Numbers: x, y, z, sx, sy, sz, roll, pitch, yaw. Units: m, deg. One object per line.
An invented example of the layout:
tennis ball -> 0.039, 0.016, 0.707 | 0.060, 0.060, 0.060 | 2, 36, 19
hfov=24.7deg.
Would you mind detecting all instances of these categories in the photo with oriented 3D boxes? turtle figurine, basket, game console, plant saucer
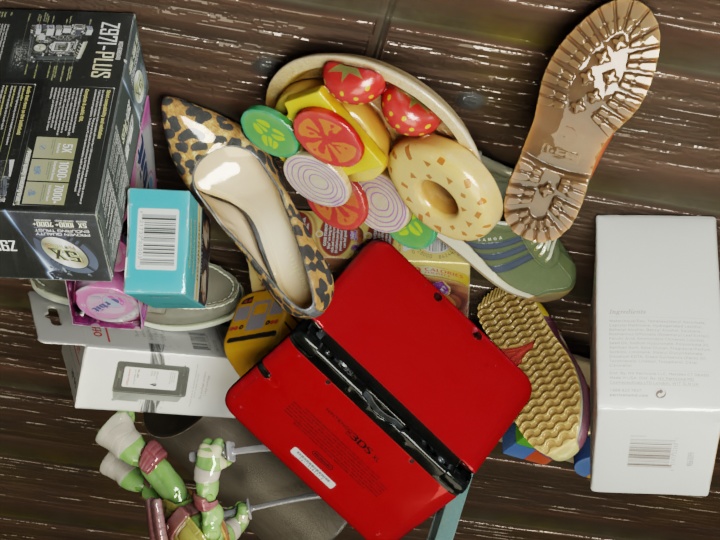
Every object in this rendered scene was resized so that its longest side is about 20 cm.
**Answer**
turtle figurine -> -0.144, 0.196, 1.559 | 0.194, 0.200, 0.144 | 36, -175, 17
basket -> -0.118, 0.177, 1.697 | 0.136, 0.180, 0.200 | -46, 124, -2
game console -> 0.016, 0.109, 1.431 | 0.200, 0.119, 0.172 | 44, 123, -6
plant saucer -> 0.097, 0.203, 1.619 | 0.019, 0.200, 0.070 | 23, 142, 0

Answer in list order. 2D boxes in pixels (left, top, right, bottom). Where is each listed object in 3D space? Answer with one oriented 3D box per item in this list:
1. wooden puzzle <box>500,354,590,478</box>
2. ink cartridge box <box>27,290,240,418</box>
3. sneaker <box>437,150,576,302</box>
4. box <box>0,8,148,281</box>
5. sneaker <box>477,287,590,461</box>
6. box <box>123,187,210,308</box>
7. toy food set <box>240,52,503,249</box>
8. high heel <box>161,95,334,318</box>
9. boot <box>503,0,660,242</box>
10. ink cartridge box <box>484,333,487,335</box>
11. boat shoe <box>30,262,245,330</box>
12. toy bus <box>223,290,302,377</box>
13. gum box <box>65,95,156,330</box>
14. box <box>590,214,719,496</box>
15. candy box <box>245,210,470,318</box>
wooden puzzle -> 0.238, 0.161, 1.695 | 0.200, 0.046, 0.185 | 14, 145, -24
ink cartridge box -> -0.211, 0.078, 1.538 | 0.199, 0.116, 0.068 | 6, 112, -19
sneaker -> 0.133, -0.039, 1.405 | 0.200, 0.067, 0.090 | 32, 143, -30
box -> -0.258, -0.098, 1.245 | 0.163, 0.200, 0.086 | 2, 144, 3
sneaker -> 0.173, 0.101, 1.502 | 0.075, 0.200, 0.090 | -30, 135, 15
box -> -0.155, -0.014, 1.340 | 0.049, 0.083, 0.200 | 2, 176, 0
toy food set -> 0.008, -0.092, 1.309 | 0.198, 0.049, 0.200 | -12, 130, 49
high heel -> -0.091, -0.052, 1.330 | 0.071, 0.143, 0.200 | -37, 115, 6
boot -> 0.171, -0.129, 1.272 | 0.075, 0.107, 0.200 | 27, 118, 2
ink cartridge box -> 0.085, 0.099, 1.656 | 0.199, 0.057, 0.163 | -11, 149, -15
boat shoe -> -0.206, 0.006, 1.509 | 0.201, 0.072, 0.060 | 9, 151, -1
toy bus -> -0.044, 0.109, 1.512 | 0.065, 0.078, 0.200 | -11, 135, 32
gum box -> -0.213, -0.052, 1.387 | 0.066, 0.114, 0.200 | 5, 146, 0
box -> 0.256, 0.074, 1.441 | 0.106, 0.200, 0.152 | 1, 146, 7
candy box -> 0.000, 0.000, 1.492 | 0.199, 0.057, 0.117 | 1, 147, 2
